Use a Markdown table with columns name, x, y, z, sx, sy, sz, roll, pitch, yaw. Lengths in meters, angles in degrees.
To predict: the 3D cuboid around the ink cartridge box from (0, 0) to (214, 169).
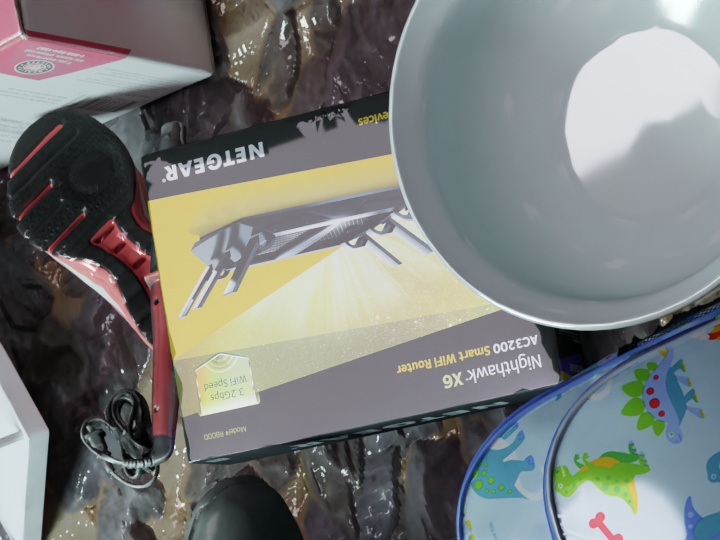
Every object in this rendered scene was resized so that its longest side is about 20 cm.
| name | x | y | z | sx | sy | sz | roll | pitch | yaw |
| --- | --- | --- | --- | --- | --- | --- | --- | --- | --- |
| ink cartridge box | -0.204 | -0.125 | 1.271 | 0.199 | 0.146 | 0.084 | -19 | 74 | 38 |

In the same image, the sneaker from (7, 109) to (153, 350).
| name | x | y | z | sx | sy | sz | roll | pitch | yaw |
| --- | --- | --- | --- | --- | --- | --- | --- | --- | --- |
| sneaker | -0.123 | -0.003 | 1.240 | 0.074 | 0.087 | 0.200 | -40 | 64 | -6 |

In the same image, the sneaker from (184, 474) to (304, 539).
| name | x | y | z | sx | sy | sz | roll | pitch | yaw |
| --- | --- | --- | --- | --- | --- | --- | --- | --- | --- |
| sneaker | -0.028 | 0.196 | 1.081 | 0.088 | 0.074 | 0.202 | 8 | 113 | 53 |

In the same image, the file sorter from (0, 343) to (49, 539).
| name | x | y | z | sx | sy | sz | roll | pitch | yaw |
| --- | --- | --- | --- | --- | --- | --- | --- | --- | --- |
| file sorter | -0.280 | 0.074 | 1.318 | 0.201 | 0.124 | 0.139 | 56 | 154 | 26 |

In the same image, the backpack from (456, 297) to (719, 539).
| name | x | y | z | sx | sy | sz | roll | pitch | yaw |
| --- | --- | --- | --- | --- | --- | --- | --- | --- | --- |
| backpack | 0.143 | 0.109 | 0.930 | 0.199 | 0.147 | 0.184 | -27 | 70 | 11 |

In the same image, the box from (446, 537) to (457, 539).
| name | x | y | z | sx | sy | sz | roll | pitch | yaw |
| --- | --- | --- | --- | --- | --- | --- | --- | --- | --- |
| box | 0.059 | 0.254 | 1.082 | 0.200 | 0.051 | 0.158 | 51 | 135 | 28 |

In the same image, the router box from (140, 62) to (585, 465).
| name | x | y | z | sx | sy | sz | roll | pitch | yaw |
| --- | --- | --- | --- | --- | --- | --- | --- | --- | --- |
| router box | 0.000 | 0.000 | 1.114 | 0.198 | 0.052 | 0.159 | -14 | 80 | 19 |

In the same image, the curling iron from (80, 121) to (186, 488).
| name | x | y | z | sx | sy | sz | roll | pitch | yaw |
| --- | --- | --- | --- | --- | --- | --- | --- | --- | --- |
| curling iron | -0.108 | 0.013 | 1.165 | 0.049 | 0.026 | 0.202 | 2 | 68 | 10 |

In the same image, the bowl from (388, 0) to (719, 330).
| name | x | y | z | sx | sy | sz | roll | pitch | yaw |
| --- | --- | --- | --- | --- | --- | --- | --- | --- | --- |
| bowl | 0.120 | -0.071 | 1.014 | 0.199 | 0.090 | 0.203 | -4 | 82 | 26 |
